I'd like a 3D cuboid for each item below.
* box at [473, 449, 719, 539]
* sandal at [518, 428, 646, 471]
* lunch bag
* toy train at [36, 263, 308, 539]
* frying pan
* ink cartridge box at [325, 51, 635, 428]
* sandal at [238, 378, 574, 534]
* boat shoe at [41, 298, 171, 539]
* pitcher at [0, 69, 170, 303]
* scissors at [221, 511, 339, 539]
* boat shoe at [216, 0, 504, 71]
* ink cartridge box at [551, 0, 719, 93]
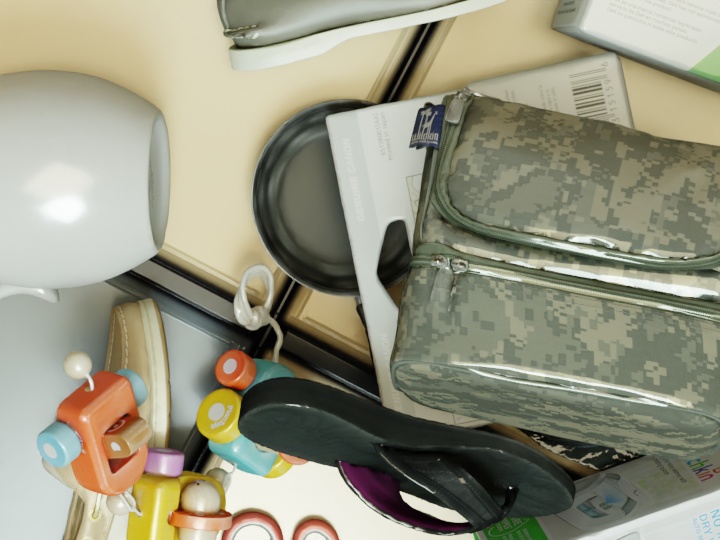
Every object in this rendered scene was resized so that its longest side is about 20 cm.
[{"bbox_3d":[0.180,0.217,1.452,0.176,0.097,0.200,-18,104,-3],"label":"box"},{"bbox_3d":[0.113,0.071,1.463,0.200,0.048,0.075,18,93,-7],"label":"sandal"},{"bbox_3d":[0.117,-0.002,1.344,0.200,0.139,0.168,11,76,6],"label":"lunch bag"},{"bbox_3d":[-0.087,0.086,1.379,0.200,0.056,0.151,-36,127,-43],"label":"toy train"},{"bbox_3d":[0.013,-0.011,1.448,0.115,0.031,0.190,-35,96,-10],"label":"frying pan"},{"bbox_3d":[0.085,-0.010,1.431,0.173,0.044,0.200,-12,85,5],"label":"ink cartridge box"},{"bbox_3d":[0.024,0.114,1.370,0.200,0.075,0.048,18,58,-20],"label":"sandal"},{"bbox_3d":[-0.149,0.114,1.431,0.069,0.074,0.200,4,96,-11],"label":"boat shoe"},{"bbox_3d":[-0.210,-0.029,1.401,0.200,0.121,0.172,0,116,5],"label":"pitcher"},{"bbox_3d":[-0.073,0.237,1.479,0.073,0.014,0.200,20,92,-9],"label":"scissors"},{"bbox_3d":[0.016,-0.168,1.420,0.201,0.072,0.060,-16,102,0],"label":"boat shoe"},{"bbox_3d":[0.214,-0.208,1.425,0.145,0.088,0.200,19,93,-8],"label":"ink cartridge box"}]
